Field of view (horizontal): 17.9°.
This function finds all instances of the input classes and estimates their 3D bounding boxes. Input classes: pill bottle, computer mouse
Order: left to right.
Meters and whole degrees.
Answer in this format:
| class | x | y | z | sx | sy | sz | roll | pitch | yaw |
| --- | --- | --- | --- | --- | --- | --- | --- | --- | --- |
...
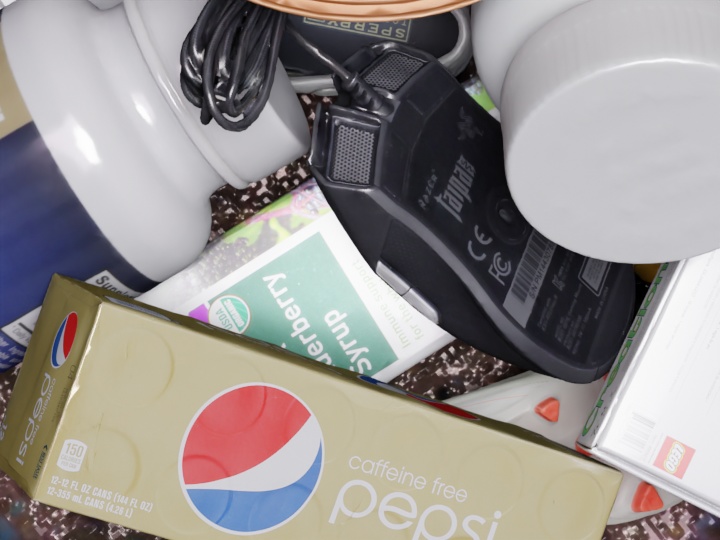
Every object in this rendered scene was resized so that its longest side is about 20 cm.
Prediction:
| class | x | y | z | sx | sy | sz | roll | pitch | yaw |
| --- | --- | --- | --- | --- | --- | --- | --- | --- | --- |
| pill bottle | -0.122 | -0.029 | 0.801 | 0.200 | 0.111 | 0.111 | -29 | 93 | 8 |
| computer mouse | 0.022 | -0.054 | 0.789 | 0.200 | 0.046 | 0.141 | 37 | 54 | -26 |
| pill bottle | 0.089 | -0.105 | 0.759 | 0.109 | 0.110 | 0.200 | 0 | 49 | 0 |

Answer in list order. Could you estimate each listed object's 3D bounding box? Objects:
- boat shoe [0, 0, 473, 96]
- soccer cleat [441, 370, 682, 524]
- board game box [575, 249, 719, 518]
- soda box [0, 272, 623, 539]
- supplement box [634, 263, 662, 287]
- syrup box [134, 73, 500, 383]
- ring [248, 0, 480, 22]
| class | x | y | z | sx | sy | sz | roll | pitch | yaw |
| --- | --- | --- | --- | --- | --- | --- | --- | --- | --- |
| boat shoe | -0.054 | -0.103 | 0.861 | 0.199 | 0.065 | 0.074 | 2 | 94 | -1 |
| soccer cleat | 0.051 | 0.072 | 0.876 | 0.200 | 0.078 | 0.069 | -15 | 99 | -20 |
| board game box | 0.173 | -0.002 | 0.778 | 0.126 | 0.035 | 0.200 | 27 | 87 | -4 |
| soda box | -0.016 | 0.066 | 0.769 | 0.200 | 0.064 | 0.068 | 20 | 90 | -23 |
| supplement box | 0.213 | 0.017 | 0.853 | 0.131 | 0.103 | 0.200 | -44 | 92 | -1 |
| syrup box | 0.000 | 0.000 | 0.860 | 0.200 | 0.081 | 0.079 | -32 | 92 | 0 |
| ring | 0.001 | -0.175 | 0.680 | 0.200 | 0.019 | 0.201 | 0 | 93 | -1 |
